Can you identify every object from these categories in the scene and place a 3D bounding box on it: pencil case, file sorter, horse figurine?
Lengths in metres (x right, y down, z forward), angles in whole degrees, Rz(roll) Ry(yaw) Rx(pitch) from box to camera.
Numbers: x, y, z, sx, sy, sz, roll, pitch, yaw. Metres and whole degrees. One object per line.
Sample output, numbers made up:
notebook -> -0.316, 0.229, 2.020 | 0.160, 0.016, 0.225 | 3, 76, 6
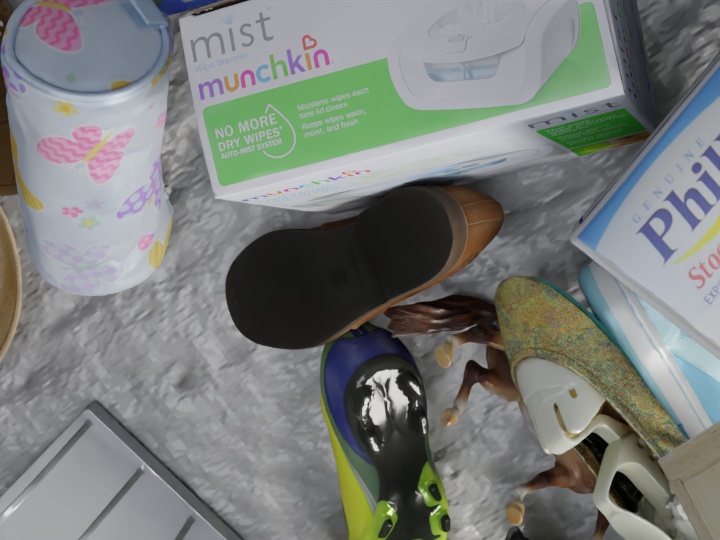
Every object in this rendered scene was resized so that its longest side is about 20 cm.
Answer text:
pencil case -> -0.145, -0.067, 0.783 | 0.091, 0.083, 0.200 | -13, 151, -14
file sorter -> -0.161, 0.217, 0.908 | 0.200, 0.125, 0.139 | 44, 111, -4
horse figurine -> 0.102, 0.083, 0.815 | 0.050, 0.133, 0.200 | -42, 81, 35

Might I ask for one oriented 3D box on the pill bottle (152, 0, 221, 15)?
pill bottle -> -0.069, -0.202, 0.751 | 0.200, 0.112, 0.112 | -12, 105, 17

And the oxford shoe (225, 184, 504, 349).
oxford shoe -> 0.000, 0.000, 0.820 | 0.200, 0.071, 0.071 | -17, 87, 42

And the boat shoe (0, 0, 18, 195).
boat shoe -> -0.236, -0.142, 0.843 | 0.073, 0.063, 0.200 | -22, 106, -11

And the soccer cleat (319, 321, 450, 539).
soccer cleat -> 0.012, 0.116, 0.873 | 0.065, 0.084, 0.200 | -16, 125, -15

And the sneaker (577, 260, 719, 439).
sneaker -> 0.225, 0.048, 0.789 | 0.130, 0.080, 0.200 | -35, 109, 11

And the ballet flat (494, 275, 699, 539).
ballet flat -> 0.132, 0.091, 0.755 | 0.071, 0.071, 0.200 | -41, 91, 22

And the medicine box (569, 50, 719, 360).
medicine box -> 0.193, -0.059, 0.634 | 0.103, 0.200, 0.182 | 39, 102, 5

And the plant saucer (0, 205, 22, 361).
plant saucer -> -0.302, -0.009, 0.910 | 0.200, 0.035, 0.200 | 4, 109, 12

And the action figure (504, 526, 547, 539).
action figure -> 0.081, 0.210, 0.850 | 0.119, 0.102, 0.200 | 1, 127, -12

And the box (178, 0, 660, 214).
box -> 0.039, -0.099, 0.718 | 0.200, 0.176, 0.097 | -12, 86, 16

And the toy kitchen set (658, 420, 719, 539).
toy kitchen set -> 0.266, 0.050, 0.737 | 0.180, 0.200, 0.163 | -39, 63, 28
